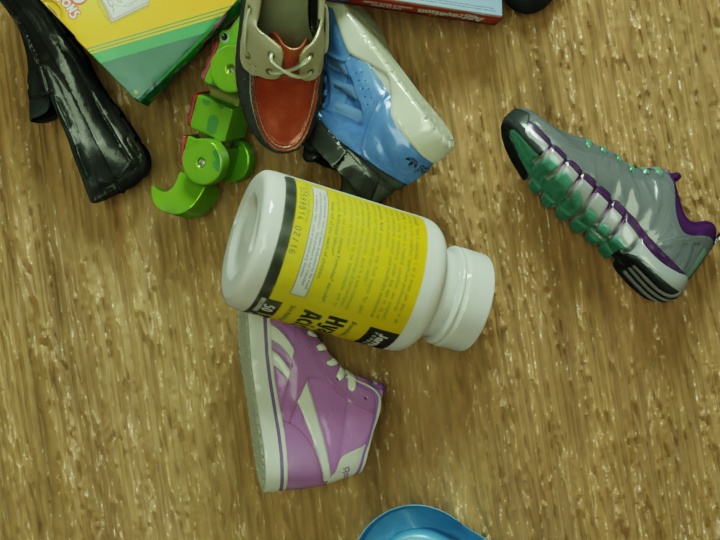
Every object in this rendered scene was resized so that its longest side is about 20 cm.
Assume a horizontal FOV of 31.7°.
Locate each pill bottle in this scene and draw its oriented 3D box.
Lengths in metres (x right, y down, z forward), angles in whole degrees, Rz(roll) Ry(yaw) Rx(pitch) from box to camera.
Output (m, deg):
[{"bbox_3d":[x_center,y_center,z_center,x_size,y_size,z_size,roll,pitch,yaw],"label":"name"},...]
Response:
[{"bbox_3d":[0.000,0.000,0.996,0.199,0.111,0.112,15,91,-17],"label":"pill bottle"}]

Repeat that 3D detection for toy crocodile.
[{"bbox_3d":[-0.114,-0.133,1.045,0.062,0.067,0.201,25,106,16],"label":"toy crocodile"}]

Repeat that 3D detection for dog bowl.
[{"bbox_3d":[0.086,0.268,1.035,0.199,0.050,0.112,30,93,7],"label":"dog bowl"}]

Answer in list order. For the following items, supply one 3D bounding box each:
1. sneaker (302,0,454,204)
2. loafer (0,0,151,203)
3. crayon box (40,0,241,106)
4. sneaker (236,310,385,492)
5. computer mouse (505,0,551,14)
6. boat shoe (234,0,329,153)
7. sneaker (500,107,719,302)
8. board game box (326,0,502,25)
[{"bbox_3d":[-0.019,-0.145,1.040,0.111,0.077,0.200,-38,74,17],"label":"sneaker"},{"bbox_3d":[-0.254,-0.151,1.073,0.070,0.068,0.201,-32,89,-3],"label":"loafer"},{"bbox_3d":[-0.204,-0.246,1.027,0.119,0.058,0.200,-44,93,1],"label":"crayon box"},{"bbox_3d":[-0.041,0.077,1.054,0.114,0.073,0.202,-7,83,-13],"label":"sneaker"},{"bbox_3d":[0.146,-0.313,1.045,0.058,0.034,0.201,4,89,8],"label":"computer mouse"},{"bbox_3d":[-0.056,-0.180,0.951,0.071,0.063,0.201,-2,113,-14],"label":"boat shoe"},{"bbox_3d":[0.203,-0.070,1.026,0.088,0.074,0.200,-44,92,-12],"label":"sneaker"},{"bbox_3d":[0.019,-0.260,1.016,0.199,0.019,0.104,5,77,-18],"label":"board game box"}]
